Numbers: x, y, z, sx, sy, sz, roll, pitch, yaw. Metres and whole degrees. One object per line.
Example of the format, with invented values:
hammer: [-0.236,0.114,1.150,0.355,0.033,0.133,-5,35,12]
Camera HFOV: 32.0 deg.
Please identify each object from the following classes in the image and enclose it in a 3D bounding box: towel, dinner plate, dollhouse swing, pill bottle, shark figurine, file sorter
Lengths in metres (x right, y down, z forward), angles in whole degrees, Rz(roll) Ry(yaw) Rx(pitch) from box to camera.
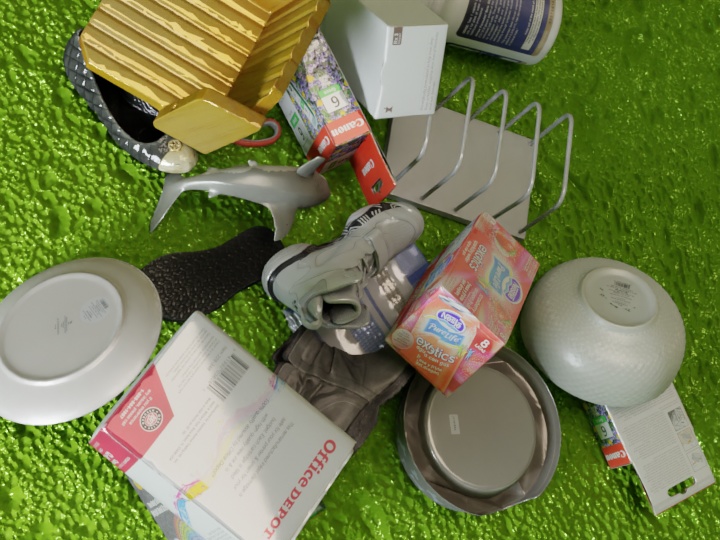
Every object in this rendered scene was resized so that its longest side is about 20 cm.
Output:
towel: [0.023,0.058,1.442,0.199,0.024,0.147,-34,89,-29]
dinner plate: [-0.292,0.061,1.233,0.198,0.024,0.201,-7,51,9]
dollhouse swing: [-0.166,-0.261,1.317,0.175,0.181,0.201,37,65,-24]
pill bottle: [0.144,-0.334,1.578,0.198,0.111,0.112,10,69,-21]
shark figurine: [-0.116,-0.075,1.373,0.212,0.128,0.090,-2,83,-23]
file sorter: [0.143,-0.144,1.506,0.198,0.124,0.140,17,67,-18]

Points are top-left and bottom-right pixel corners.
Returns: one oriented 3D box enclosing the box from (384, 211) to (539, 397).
box: [0.116,0.033,1.381,0.095,0.103,0.200,42,31,-4]

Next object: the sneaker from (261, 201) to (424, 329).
sneaker: [0.000,0.000,1.372,0.199,0.076,0.115,-25,39,-17]

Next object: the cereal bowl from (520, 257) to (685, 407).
cereal bowl: [0.294,0.058,1.486,0.198,0.084,0.201,6,48,-7]

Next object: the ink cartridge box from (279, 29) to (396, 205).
ink cartridge box: [-0.036,-0.163,1.431,0.050,0.109,0.201,-25,84,-18]

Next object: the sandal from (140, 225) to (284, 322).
sandal: [-0.166,0.011,1.368,0.199,0.048,0.076,-21,81,-41]

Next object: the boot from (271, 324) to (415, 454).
boot: [-0.017,0.098,1.361,0.131,0.070,0.200,40,55,-3]

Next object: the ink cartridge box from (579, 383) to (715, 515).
ink cartridge box: [0.340,0.187,1.524,0.108,0.050,0.202,-19,82,-28]

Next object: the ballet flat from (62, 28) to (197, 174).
ballet flat: [-0.254,-0.180,1.366,0.200,0.057,0.066,44,63,7]

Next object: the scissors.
scissors: [-0.186,-0.173,1.433,0.198,0.014,0.074,-6,77,-27]

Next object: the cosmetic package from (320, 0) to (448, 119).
cosmetic package: [0.017,-0.267,1.443,0.080,0.114,0.200,-8,36,-25]

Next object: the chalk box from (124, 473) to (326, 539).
chalk box: [-0.153,0.198,1.260,0.123,0.124,0.201,-32,88,-29]

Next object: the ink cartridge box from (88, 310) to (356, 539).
ink cartridge box: [-0.128,0.161,1.165,0.200,0.086,0.148,42,62,-6]

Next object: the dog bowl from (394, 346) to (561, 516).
dog bowl: [0.128,0.183,1.426,0.198,0.059,0.202,8,69,-21]
